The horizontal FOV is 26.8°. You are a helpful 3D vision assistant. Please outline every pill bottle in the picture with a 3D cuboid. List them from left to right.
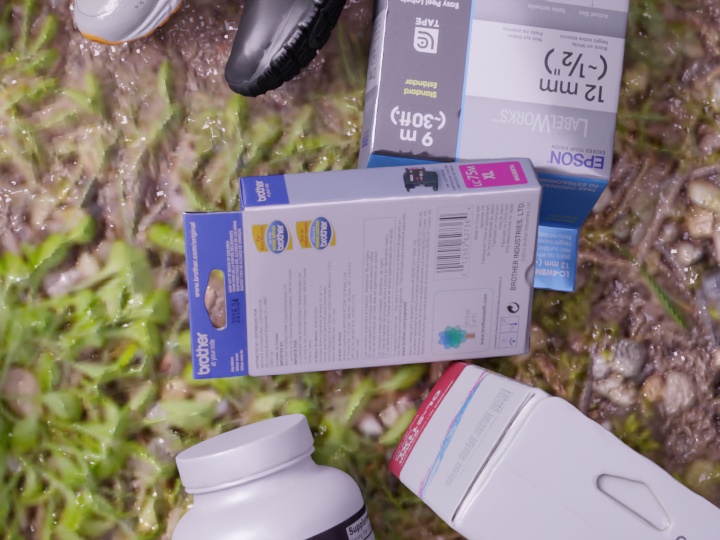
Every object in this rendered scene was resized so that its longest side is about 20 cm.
[{"bbox_3d":[-0.038,0.188,0.846,0.112,0.112,0.201,-18,93,-7],"label":"pill bottle"}]

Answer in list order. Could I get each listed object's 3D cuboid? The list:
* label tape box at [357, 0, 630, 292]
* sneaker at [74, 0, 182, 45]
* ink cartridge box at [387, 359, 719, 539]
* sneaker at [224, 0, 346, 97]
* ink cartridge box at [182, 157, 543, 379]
[{"bbox_3d":[0.075,-0.093,0.881,0.142,0.066,0.201,6,89,-7],"label":"label tape box"},{"bbox_3d":[-0.125,-0.226,0.829,0.075,0.092,0.201,17,86,35],"label":"sneaker"},{"bbox_3d":[0.106,0.125,0.819,0.145,0.200,0.083,35,86,-6],"label":"ink cartridge box"},{"bbox_3d":[-0.039,-0.195,0.869,0.090,0.076,0.201,24,81,3],"label":"sneaker"},{"bbox_3d":[0.000,0.000,0.857,0.199,0.042,0.120,-6,127,-9],"label":"ink cartridge box"}]
